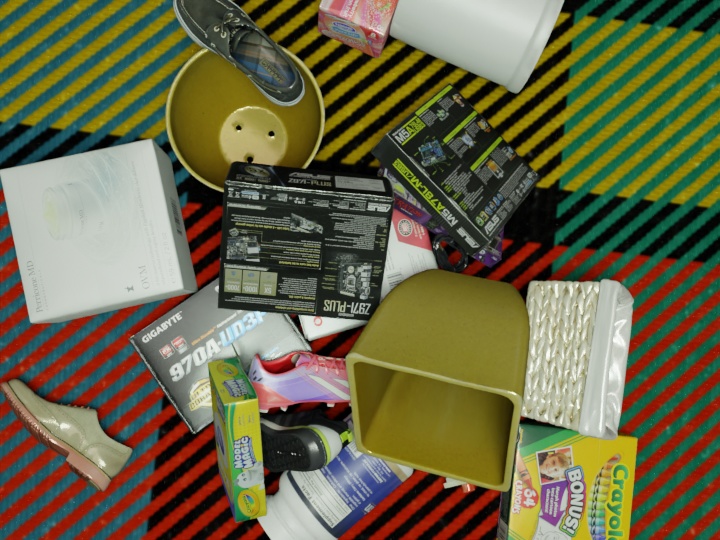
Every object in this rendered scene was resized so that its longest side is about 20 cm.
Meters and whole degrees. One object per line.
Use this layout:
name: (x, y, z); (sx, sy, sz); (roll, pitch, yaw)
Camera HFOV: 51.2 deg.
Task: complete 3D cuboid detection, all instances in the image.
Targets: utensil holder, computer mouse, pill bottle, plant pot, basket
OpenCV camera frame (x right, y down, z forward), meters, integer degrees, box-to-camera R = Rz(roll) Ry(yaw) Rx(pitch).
utensil holder: (0.160, -0.362, 1.031); (0.199, 0.170, 0.171); (23, 85, 0)
computer mouse: (0.136, 0.028, 1.030); (0.059, 0.034, 0.201); (-41, 125, -21)
pill bottle: (-0.037, 0.287, 1.005); (0.200, 0.116, 0.116); (-39, 90, -5)
plant pot: (0.110, 0.111, 0.916); (0.194, 0.195, 0.201); (11, 46, 15)
basket: (0.286, 0.116, 1.008); (0.123, 0.135, 0.201); (5, 81, 29)
plant pot: (-0.149, -0.190, 1.010); (0.199, 0.142, 0.202); (0, 87, -5)

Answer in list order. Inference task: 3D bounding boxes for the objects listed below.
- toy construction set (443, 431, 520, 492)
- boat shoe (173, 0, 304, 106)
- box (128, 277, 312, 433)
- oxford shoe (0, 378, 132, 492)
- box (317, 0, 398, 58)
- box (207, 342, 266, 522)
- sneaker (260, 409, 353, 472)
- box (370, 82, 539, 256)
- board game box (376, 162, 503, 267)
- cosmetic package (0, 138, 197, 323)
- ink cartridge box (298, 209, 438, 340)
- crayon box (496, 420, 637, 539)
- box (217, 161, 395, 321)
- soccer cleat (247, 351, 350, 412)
toy construction set: (0.143, 0.205, 1.030); (0.130, 0.092, 0.201); (-15, 88, 5)
boat shoe: (-0.146, -0.282, 0.916); (0.200, 0.057, 0.069); (40, 85, -1)
box: (-0.190, 0.102, 1.039); (0.199, 0.046, 0.159); (-34, 91, -5)
oxford shoe: (-0.399, 0.209, 1.019); (0.200, 0.071, 0.074); (42, 60, 0)
box: (0.022, -0.421, 1.059); (0.102, 0.095, 0.201); (24, 86, -3)
box: (-0.159, 0.203, 0.961); (0.048, 0.117, 0.201); (-7, 111, -19)
sneaker: (-0.077, 0.221, 0.986); (0.083, 0.199, 0.072); (-21, 100, -34)
box: (0.136, -0.143, 1.021); (0.193, 0.048, 0.200); (44, 45, 0)
board game box: (0.113, -0.100, 1.025); (0.199, 0.032, 0.120); (29, 43, -18)
cosmetic package: (-0.342, -0.048, 1.000); (0.199, 0.123, 0.201); (-13, 88, -3)
ink cartridge box: (0.000, 0.000, 1.039); (0.199, 0.083, 0.147); (-15, 88, -5)
crayon box: (0.288, 0.322, 1.054); (0.171, 0.058, 0.201); (7, 86, -3)
box: (-0.068, -0.035, 0.918); (0.199, 0.086, 0.165); (5, 113, -5)
soccer cleat: (-0.055, 0.140, 1.012); (0.199, 0.067, 0.077); (-4, 111, -22)
